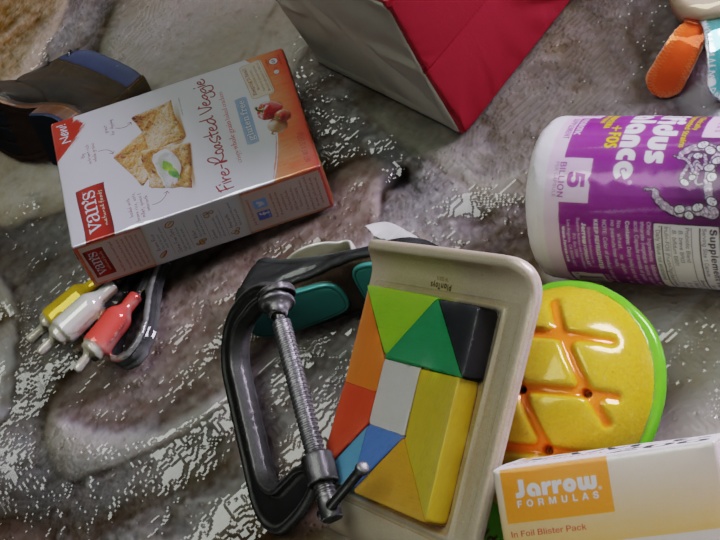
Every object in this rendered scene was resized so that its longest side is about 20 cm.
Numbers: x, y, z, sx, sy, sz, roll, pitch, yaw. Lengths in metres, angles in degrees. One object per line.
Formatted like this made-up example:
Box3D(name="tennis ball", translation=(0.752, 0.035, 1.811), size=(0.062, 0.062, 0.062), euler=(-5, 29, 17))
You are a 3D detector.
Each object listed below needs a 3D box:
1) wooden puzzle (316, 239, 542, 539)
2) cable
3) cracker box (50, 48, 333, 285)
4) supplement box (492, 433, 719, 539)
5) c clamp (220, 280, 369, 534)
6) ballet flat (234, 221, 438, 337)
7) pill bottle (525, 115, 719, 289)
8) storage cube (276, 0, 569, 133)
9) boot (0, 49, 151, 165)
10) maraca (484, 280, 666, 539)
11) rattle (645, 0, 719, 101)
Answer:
Box3D(name="wooden puzzle", translation=(0.032, 0.084, 0.863), size=(0.185, 0.037, 0.201), euler=(9, 89, 60))
Box3D(name="cable", translation=(-0.174, -0.002, 1.089), size=(0.097, 0.050, 0.200), euler=(25, 75, 37))
Box3D(name="cracker box", translation=(-0.135, -0.083, 1.089), size=(0.200, 0.058, 0.134), euler=(-19, 54, 0))
Box3D(name="supplement box", translation=(0.154, 0.196, 0.755), size=(0.126, 0.074, 0.201), euler=(-12, 84, 20))
Box3D(name="c clamp", translation=(-0.049, 0.088, 0.931), size=(0.027, 0.171, 0.200), euler=(-2, 55, -27))
Box3D(name="ballet flat", translation=(0.000, 0.000, 0.999), size=(0.200, 0.068, 0.069), euler=(-6, 47, 22))
Box3D(name="pill bottle", translation=(0.217, -0.044, 0.890), size=(0.200, 0.112, 0.112), euler=(4, 64, 27))
Box3D(name="storage cube", translation=(0.044, -0.245, 1.052), size=(0.200, 0.171, 0.180), euler=(33, 80, 35))
Box3D(name="boot", translation=(-0.275, -0.150, 1.227), size=(0.200, 0.075, 0.097), euler=(20, 50, 38))
Box3D(name="maraca", translation=(0.108, 0.100, 0.865), size=(0.137, 0.107, 0.200), euler=(36, 96, 35))
Box3D(name="rattle", translation=(0.266, -0.231, 0.965), size=(0.130, 0.143, 0.200), euler=(42, 78, 18))
